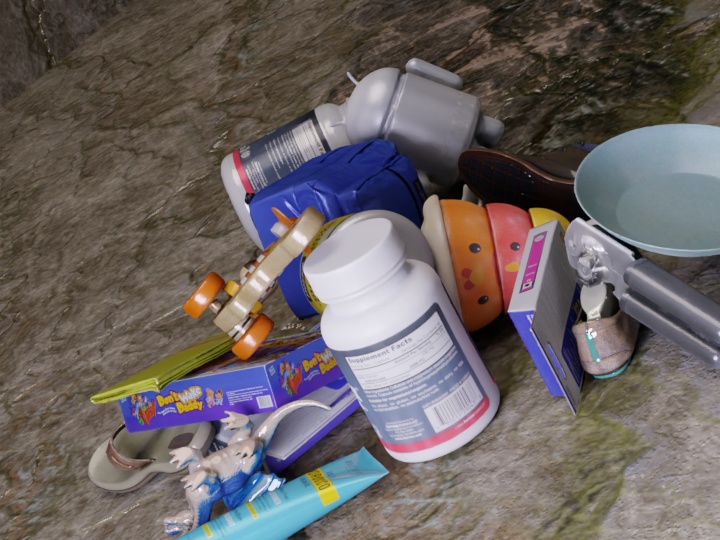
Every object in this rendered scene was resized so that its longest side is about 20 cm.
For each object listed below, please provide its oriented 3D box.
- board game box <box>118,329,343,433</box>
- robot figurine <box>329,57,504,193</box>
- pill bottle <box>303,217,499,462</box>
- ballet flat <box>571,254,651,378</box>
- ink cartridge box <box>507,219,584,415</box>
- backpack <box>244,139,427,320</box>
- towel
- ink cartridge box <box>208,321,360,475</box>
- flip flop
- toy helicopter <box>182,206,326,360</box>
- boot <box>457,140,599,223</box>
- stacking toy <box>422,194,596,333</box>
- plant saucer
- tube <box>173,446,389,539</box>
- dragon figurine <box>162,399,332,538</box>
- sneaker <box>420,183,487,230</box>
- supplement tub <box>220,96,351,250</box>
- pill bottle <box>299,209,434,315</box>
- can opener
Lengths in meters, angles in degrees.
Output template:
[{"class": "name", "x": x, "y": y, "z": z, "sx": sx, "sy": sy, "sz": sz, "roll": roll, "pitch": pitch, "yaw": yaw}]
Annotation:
[{"class": "board game box", "x": -0.120, "y": 0.106, "z": 1.681, "sx": 0.199, "sy": 0.045, "sz": 0.134, "roll": -12, "pitch": 7, "yaw": 38}, {"class": "robot figurine", "x": 0.067, "y": -0.171, "z": 2.042, "sx": 0.113, "sy": 0.199, "sz": 0.170, "roll": 113, "pitch": 175, "yaw": -64}, {"class": "pill bottle", "x": 0.033, "y": 0.060, "z": 1.550, "sx": 0.119, "sy": 0.201, "sz": 0.120, "roll": -25, "pitch": 21, "yaw": 10}, {"class": "ballet flat", "x": 0.230, "y": 0.019, "z": 1.576, "sx": 0.068, "sy": 0.067, "sz": 0.200, "roll": -21, "pitch": 22, "yaw": 23}, {"class": "ink cartridge box", "x": 0.174, "y": 0.042, "z": 1.556, "sx": 0.037, "sy": 0.095, "sz": 0.200, "roll": -21, "pitch": 23, "yaw": 21}, {"class": "backpack", "x": 0.001, "y": -0.053, "z": 1.917, "sx": 0.167, "sy": 0.163, "sz": 0.200, "roll": -10, "pitch": 15, "yaw": 29}, {"class": "towel", "x": -0.172, "y": 0.091, "z": 1.682, "sx": 0.086, "sy": 0.018, "sz": 0.200, "roll": -19, "pitch": 4, "yaw": 32}, {"class": "ink cartridge box", "x": -0.043, "y": 0.125, "z": 1.718, "sx": 0.198, "sy": 0.044, "sz": 0.200, "roll": -39, "pitch": 21, "yaw": -21}, {"class": "flip flop", "x": -0.221, "y": 0.178, "z": 1.762, "sx": 0.199, "sy": 0.057, "sz": 0.081, "roll": -16, "pitch": 48, "yaw": 51}, {"class": "toy helicopter", "x": -0.076, "y": -0.011, "z": 1.593, "sx": 0.132, "sy": 0.079, "sz": 0.200, "roll": -53, "pitch": 6, "yaw": -33}, {"class": "boot", "x": 0.205, "y": -0.094, "z": 1.811, "sx": 0.199, "sy": 0.075, "sz": 0.097, "roll": 23, "pitch": 37, "yaw": 26}, {"class": "stacking toy", "x": 0.165, "y": -0.019, "z": 1.700, "sx": 0.199, "sy": 0.147, "sz": 0.146, "roll": -12, "pitch": 22, "yaw": 3}, {"class": "plant saucer", "x": 0.291, "y": -0.063, "z": 1.538, "sx": 0.200, "sy": 0.039, "sz": 0.202, "roll": -4, "pitch": 37, "yaw": 3}, {"class": "tube", "x": -0.071, "y": 0.219, "z": 1.550, "sx": 0.199, "sy": 0.051, "sz": 0.077, "roll": -28, "pitch": 23, "yaw": -10}, {"class": "dragon figurine", "x": -0.110, "y": 0.184, "z": 1.582, "sx": 0.200, "sy": 0.100, "sz": 0.059, "roll": -36, "pitch": 52, "yaw": -6}, {"class": "sneaker", "x": 0.081, "y": -0.010, "z": 1.818, "sx": 0.076, "sy": 0.081, "sz": 0.200, "roll": -2, "pitch": 35, "yaw": 47}, {"class": "supplement tub", "x": -0.062, "y": -0.121, "z": 2.165, "sx": 0.199, "sy": 0.141, "sz": 0.140, "roll": -27, "pitch": 21, "yaw": 6}, {"class": "pill bottle", "x": 0.000, "y": 0.000, "z": 1.709, "sx": 0.112, "sy": 0.112, "sz": 0.200, "roll": -33, "pitch": 5, "yaw": -10}, {"class": "can opener", "x": 0.256, "y": 0.011, "z": 1.486, "sx": 0.067, "sy": 0.054, "sz": 0.200, "roll": -25, "pitch": 44, "yaw": -33}]
